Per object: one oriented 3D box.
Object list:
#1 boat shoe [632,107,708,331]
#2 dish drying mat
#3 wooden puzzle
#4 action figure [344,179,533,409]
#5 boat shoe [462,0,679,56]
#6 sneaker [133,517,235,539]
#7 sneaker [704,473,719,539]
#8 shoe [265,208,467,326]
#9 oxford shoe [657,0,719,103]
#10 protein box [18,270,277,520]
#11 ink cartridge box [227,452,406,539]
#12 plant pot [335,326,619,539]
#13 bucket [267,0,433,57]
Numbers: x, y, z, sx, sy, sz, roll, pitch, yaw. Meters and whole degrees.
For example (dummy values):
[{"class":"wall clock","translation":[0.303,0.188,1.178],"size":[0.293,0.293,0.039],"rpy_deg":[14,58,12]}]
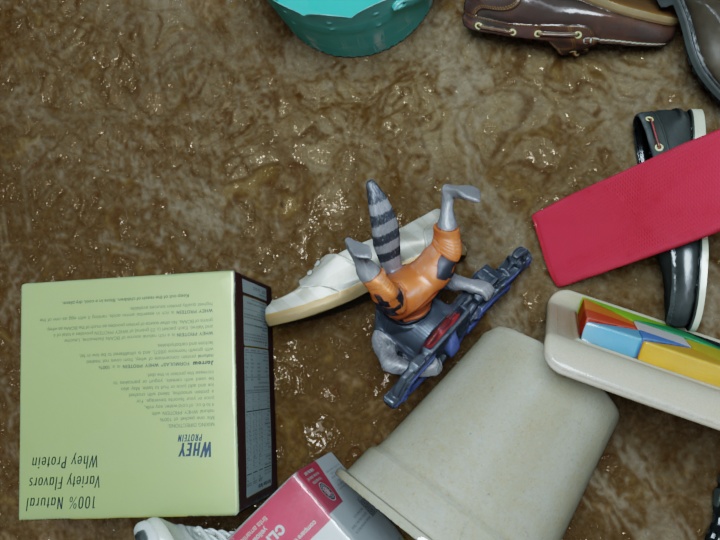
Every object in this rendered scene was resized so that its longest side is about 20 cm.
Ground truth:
[{"class":"boat shoe","translation":[0.273,-0.046,0.740],"size":[0.062,0.074,0.204],"rpy_deg":[0,78,8]},{"class":"dish drying mat","translation":[0.237,-0.049,0.712],"size":[0.199,0.018,0.078],"rpy_deg":[-25,75,46]},{"class":"wooden puzzle","translation":[0.241,0.064,0.671],"size":[0.183,0.200,0.038],"rpy_deg":[19,105,11]},{"class":"action figure","translation":[0.060,0.007,0.722],"size":[0.104,0.195,0.200],"rpy_deg":[32,56,30]},{"class":"boat shoe","translation":[0.195,-0.239,0.782],"size":[0.198,0.071,0.071],"rpy_deg":[15,122,2]},{"class":"sneaker","translation":[-0.122,0.251,0.720],"size":[0.081,0.200,0.075],"rpy_deg":[-41,48,-7]},{"class":"sneaker","translation":[0.338,0.226,0.706],"size":[0.079,0.075,0.202],"rpy_deg":[24,94,-3]},{"class":"shoe","translation":[0.000,0.000,0.782],"size":[0.198,0.070,0.054],"rpy_deg":[-22,82,-2]},{"class":"oxford shoe","translation":[0.327,-0.216,0.725],"size":[0.073,0.084,0.201],"rpy_deg":[-42,104,-38]},{"class":"protein box","translation":[-0.188,0.113,0.763],"size":[0.196,0.135,0.202],"rpy_deg":[-4,82,8]},{"class":"ink cartridge box","translation":[-0.001,0.265,0.709],"size":[0.083,0.145,0.200],"rpy_deg":[-44,79,2]},{"class":"plant pot","translation":[0.111,0.157,0.696],"size":[0.200,0.201,0.184],"rpy_deg":[35,78,11]},{"class":"bucket","translation":[-0.014,-0.311,0.786],"size":[0.205,0.135,0.210],"rpy_deg":[-1,84,9]}]
